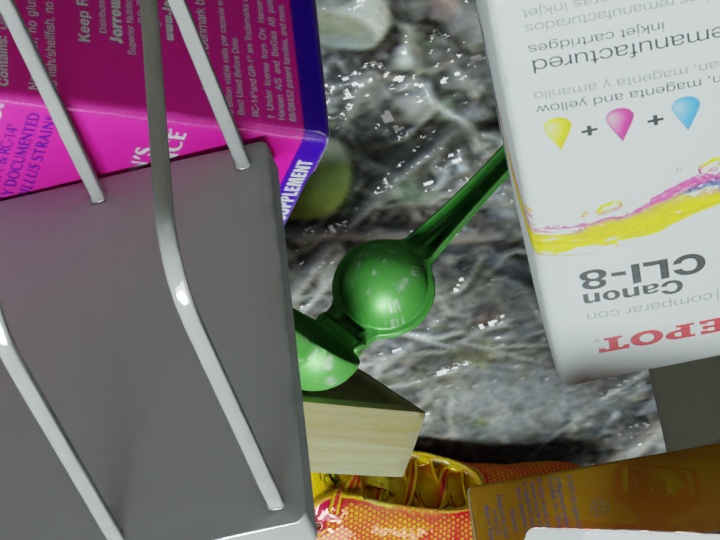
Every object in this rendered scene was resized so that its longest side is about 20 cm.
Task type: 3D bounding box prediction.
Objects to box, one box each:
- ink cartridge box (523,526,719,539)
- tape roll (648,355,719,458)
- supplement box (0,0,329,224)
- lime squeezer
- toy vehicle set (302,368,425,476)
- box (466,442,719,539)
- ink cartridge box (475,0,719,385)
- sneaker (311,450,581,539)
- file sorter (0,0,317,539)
[{"bbox_3d":[0.137,0.113,0.904,0.200,0.057,0.163,7,142,-6],"label":"ink cartridge box"},{"bbox_3d":[0.205,0.019,1.002,0.202,0.139,0.203,-5,144,-4],"label":"tape roll"},{"bbox_3d":[-0.121,-0.061,0.864,0.200,0.103,0.101,7,142,-17],"label":"supplement box"},{"bbox_3d":[0.000,0.000,0.932,0.038,0.200,0.071,25,124,26],"label":"lime squeezer"},{"bbox_3d":[-0.087,0.028,0.936,0.200,0.124,0.027,8,107,-46],"label":"toy vehicle set"},{"bbox_3d":[0.142,0.104,0.956,0.200,0.042,0.119,-11,143,0],"label":"box"},{"bbox_3d":[0.109,-0.085,0.839,0.145,0.145,0.200,-11,144,3],"label":"ink cartridge box"},{"bbox_3d":[0.007,0.106,1.140,0.200,0.073,0.077,-7,134,-6],"label":"sneaker"},{"bbox_3d":[-0.129,0.008,0.756,0.200,0.139,0.125,-13,141,7],"label":"file sorter"}]
